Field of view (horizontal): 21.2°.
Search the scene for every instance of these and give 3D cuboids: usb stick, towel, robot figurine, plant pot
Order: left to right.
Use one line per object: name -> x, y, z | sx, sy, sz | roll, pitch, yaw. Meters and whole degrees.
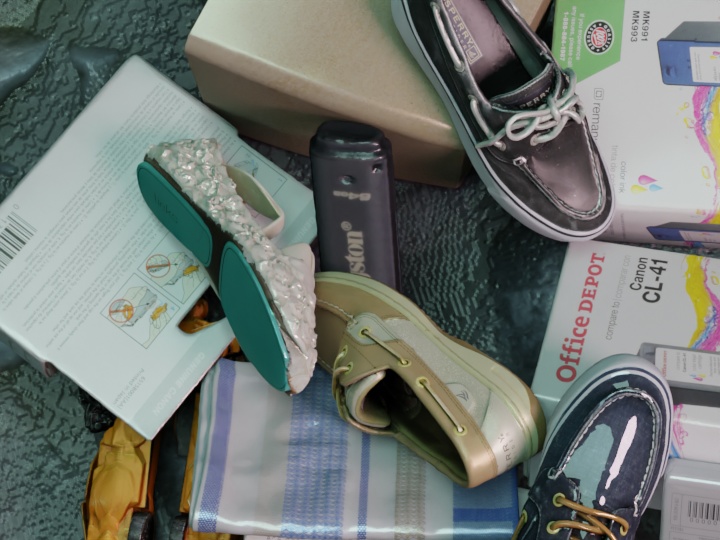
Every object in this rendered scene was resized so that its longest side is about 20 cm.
robot figurine -> -0.118, 0.114, 1.248 | 0.144, 0.058, 0.202 | 5, 78, 11
towel -> -0.003, 0.105, 1.161 | 0.198, 0.024, 0.147 | 2, 38, 1
usb stick -> 0.000, 0.000, 1.199 | 0.055, 0.201, 0.033 | 11, 37, 21
plant pot -> 0.019, -0.161, 1.231 | 0.176, 0.200, 0.201 | 29, 82, 5

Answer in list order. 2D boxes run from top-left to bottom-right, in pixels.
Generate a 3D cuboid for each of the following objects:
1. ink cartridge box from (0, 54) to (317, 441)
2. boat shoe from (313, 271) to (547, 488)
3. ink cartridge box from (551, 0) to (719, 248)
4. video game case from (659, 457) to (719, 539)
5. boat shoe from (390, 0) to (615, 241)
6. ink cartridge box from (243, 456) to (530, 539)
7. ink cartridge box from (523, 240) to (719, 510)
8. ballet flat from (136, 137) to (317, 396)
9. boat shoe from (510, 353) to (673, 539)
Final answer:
ink cartridge box -> -0.141, -0.013, 1.237 | 0.173, 0.044, 0.200 | 37, 73, 7
boat shoe -> 0.018, 0.063, 1.137 | 0.066, 0.075, 0.199 | -35, 43, -30
ink cartridge box -> 0.218, -0.093, 1.223 | 0.198, 0.088, 0.147 | 5, 77, 10
video game case -> 0.270, 0.199, 1.109 | 0.198, 0.023, 0.183 | 6, 121, 14
boat shoe -> 0.095, -0.099, 1.123 | 0.073, 0.068, 0.200 | -35, 106, -16
ink cartridge box -> 0.028, 0.196, 1.186 | 0.198, 0.084, 0.146 | 11, 78, 13
ink cartridge box -> 0.208, 0.068, 1.154 | 0.198, 0.086, 0.148 | 9, 44, 11
ballet flat -> -0.066, -0.014, 1.168 | 0.072, 0.072, 0.200 | -37, 59, 0
boat shoe -> 0.121, 0.149, 1.056 | 0.070, 0.091, 0.202 | 21, 104, -5
